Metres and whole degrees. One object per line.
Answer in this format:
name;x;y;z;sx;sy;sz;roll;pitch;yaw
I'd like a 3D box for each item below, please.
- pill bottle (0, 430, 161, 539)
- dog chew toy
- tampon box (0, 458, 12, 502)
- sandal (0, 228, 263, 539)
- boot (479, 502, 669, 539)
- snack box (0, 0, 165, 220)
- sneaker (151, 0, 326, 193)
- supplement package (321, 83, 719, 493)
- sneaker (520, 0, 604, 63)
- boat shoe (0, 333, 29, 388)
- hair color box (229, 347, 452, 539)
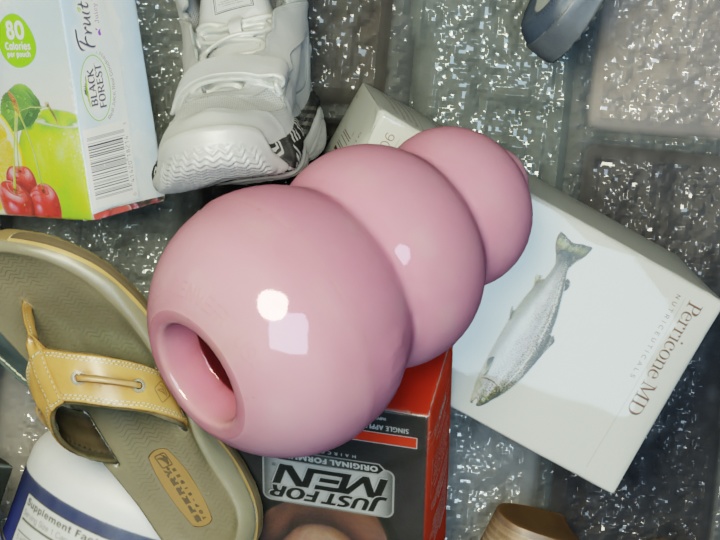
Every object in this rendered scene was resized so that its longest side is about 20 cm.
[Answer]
pill bottle;-0.125;0.144;1.397;0.119;0.120;0.200;20;98;-8
dog chew toy;0.000;0.000;1.249;0.200;0.124;0.125;-32;104;-30
tampon box;-0.292;0.160;1.352;0.150;0.126;0.201;10;102;-49
sandal;-0.120;0.065;1.287;0.080;0.054;0.200;-26;103;37
boot;0.132;0.222;1.458;0.199;0.077;0.156;15;105;-16
snack box;-0.172;-0.128;1.331;0.053;0.142;0.201;-18;106;-43
sneaker;-0.065;-0.102;1.318;0.075;0.200;0.115;-8;96;9
supplement package;0.064;0.007;1.386;0.200;0.117;0.117;28;97;-10
sneaker;0.107;-0.208;1.374;0.082;0.070;0.200;20;90;-14
boat shoe;-0.216;-0.001;1.350;0.200;0.073;0.062;46;57;6
hair color box;-0.010;0.122;1.355;0.101;0.061;0.200;8;130;10
